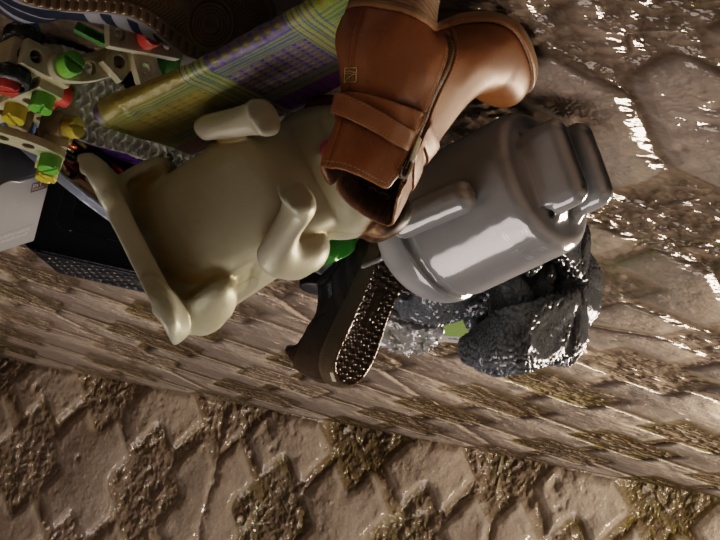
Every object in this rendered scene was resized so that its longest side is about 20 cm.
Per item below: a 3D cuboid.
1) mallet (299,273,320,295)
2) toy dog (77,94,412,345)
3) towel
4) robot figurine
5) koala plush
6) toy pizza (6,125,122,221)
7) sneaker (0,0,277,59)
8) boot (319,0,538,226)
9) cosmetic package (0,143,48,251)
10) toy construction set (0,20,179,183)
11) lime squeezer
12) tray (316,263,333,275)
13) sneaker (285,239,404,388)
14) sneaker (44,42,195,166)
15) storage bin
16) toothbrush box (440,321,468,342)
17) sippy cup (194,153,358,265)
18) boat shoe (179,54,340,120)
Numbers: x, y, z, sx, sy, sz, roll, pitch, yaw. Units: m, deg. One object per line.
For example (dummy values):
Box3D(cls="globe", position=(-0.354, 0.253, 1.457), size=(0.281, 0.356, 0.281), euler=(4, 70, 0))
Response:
Box3D(cls="mallet", position=(-0.020, -0.018, 1.593), size=(0.041, 0.066, 0.200), euler=(15, 167, -16))
Box3D(cls="toy dog", position=(-0.061, -0.038, 1.033), size=(0.199, 0.140, 0.194), euler=(-27, 156, -4))
Box3D(cls="towel", position=(-0.069, -0.131, 1.010), size=(0.199, 0.023, 0.144), euler=(-24, 167, 17))
Box3D(cls="robot figurine", position=(0.092, -0.045, 1.159), size=(0.199, 0.114, 0.169), euler=(-27, 162, 34))
Box3D(cls="koala plush", position=(0.099, 0.008, 1.359), size=(0.199, 0.179, 0.183), euler=(1, 173, 32))
Box3D(cls="toy pizza", position=(-0.246, -0.094, 1.340), size=(0.200, 0.032, 0.200), euler=(40, -178, -1))
Box3D(cls="sneaker", position=(-0.160, -0.186, 1.014), size=(0.199, 0.071, 0.108), euler=(11, -179, -30))
Box3D(cls="boot", position=(0.044, -0.100, 0.956), size=(0.076, 0.156, 0.200), euler=(7, 166, 27))
Box3D(cls="cosmetic package", position=(-0.374, -0.099, 1.320), size=(0.200, 0.090, 0.107), euler=(43, -141, 23))
Box3D(cls="toy construction set", position=(-0.230, -0.135, 1.136), size=(0.131, 0.093, 0.200), euler=(26, 141, -36))
Box3D(cls="lime squeezer", position=(-0.128, -0.157, 1.172), size=(0.199, 0.038, 0.071), euler=(9, 166, 25))
Box3D(cls="tray", position=(-0.057, -0.053, 1.375), size=(0.107, 0.022, 0.200), euler=(22, -159, -46))
Box3D(cls="sneaker", position=(0.000, 0.000, 1.270), size=(0.075, 0.201, 0.070), euler=(14, 157, 41))
Box3D(cls="sneaker", position=(-0.225, -0.133, 1.313), size=(0.200, 0.070, 0.099), euler=(26, 169, -37))
Box3D(cls="storage bin", position=(-0.213, -0.055, 1.479), size=(0.199, 0.136, 0.094), euler=(12, 167, 9))
Box3D(cls="toothbrush box", position=(0.095, 0.014, 1.531), size=(0.145, 0.087, 0.200), euler=(3, 164, 16))
Box3D(cls="sippy cup", position=(-0.077, -0.072, 1.219), size=(0.139, 0.131, 0.177), euler=(3, -164, 37))
Box3D(cls="boat shoe", position=(-0.037, -0.116, 1.115), size=(0.199, 0.070, 0.071), euler=(13, 151, -21))
